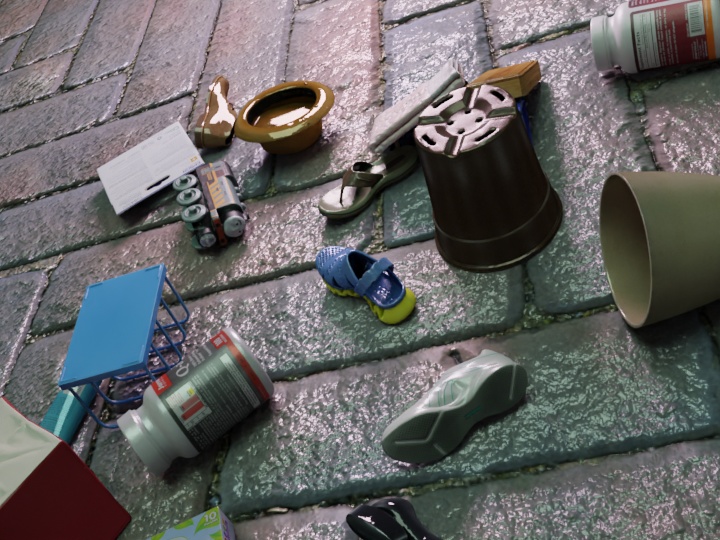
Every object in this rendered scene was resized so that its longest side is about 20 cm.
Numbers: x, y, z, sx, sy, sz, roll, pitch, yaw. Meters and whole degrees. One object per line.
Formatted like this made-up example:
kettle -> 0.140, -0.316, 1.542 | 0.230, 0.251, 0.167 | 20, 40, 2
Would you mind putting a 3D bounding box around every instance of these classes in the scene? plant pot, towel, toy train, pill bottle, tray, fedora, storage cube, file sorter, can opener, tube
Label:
plant pot -> 0.175, -0.141, 1.340 | 0.196, 0.200, 0.203 | -14, 41, 13
towel -> 0.093, -0.280, 1.571 | 0.190, 0.032, 0.200 | -37, 13, 15
toy train -> 0.122, -0.272, 1.638 | 0.045, 0.034, 0.200 | 31, 66, 34
pill bottle -> -0.225, 0.181, 1.282 | 0.199, 0.117, 0.116 | -37, 41, -13
tray -> 0.236, -0.310, 1.542 | 0.097, 0.038, 0.200 | -9, 16, 21
pill bottle -> 0.474, -0.380, 1.495 | 0.196, 0.114, 0.114 | -6, 44, 23
fedora -> -0.135, -0.274, 1.742 | 0.196, 0.083, 0.203 | -11, 40, 10
toy train -> -0.262, -0.117, 1.651 | 0.112, 0.086, 0.201 | -20, 40, -7
storage cube -> -0.443, 0.310, 1.217 | 0.169, 0.182, 0.200 | 19, 56, 41
plant pot -> 0.414, -0.040, 1.137 | 0.195, 0.190, 0.189 | -9, 41, -1
file sorter -> -0.344, 0.117, 1.411 | 0.136, 0.124, 0.202 | -16, 41, 14
can opener -> 0.074, 0.314, 1.026 | 0.198, 0.065, 0.078 | 25, 34, 32
tube -> -0.456, 0.237, 1.409 | 0.076, 0.051, 0.202 | -1, 51, 33

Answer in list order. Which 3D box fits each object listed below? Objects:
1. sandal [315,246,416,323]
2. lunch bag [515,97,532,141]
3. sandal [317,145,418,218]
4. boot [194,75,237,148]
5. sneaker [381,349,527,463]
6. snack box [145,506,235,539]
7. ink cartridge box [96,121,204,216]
sandal -> 0.000, 0.000, 1.375 | 0.080, 0.088, 0.198 | -45, 41, -19
lunch bag -> 0.197, -0.240, 1.529 | 0.148, 0.095, 0.201 | -16, 30, 16
sandal -> 0.007, -0.158, 1.559 | 0.200, 0.058, 0.080 | -37, 41, -12
boot -> -0.280, -0.319, 1.894 | 0.074, 0.074, 0.203 | 2, 49, 4
sneaker -> 0.110, 0.168, 1.161 | 0.198, 0.071, 0.080 | -30, 24, -7
snack box -> -0.207, 0.396, 1.094 | 0.140, 0.053, 0.202 | -24, 40, 3
ink cartridge box -> -0.408, -0.191, 1.836 | 0.194, 0.044, 0.201 | -31, 42, -6
